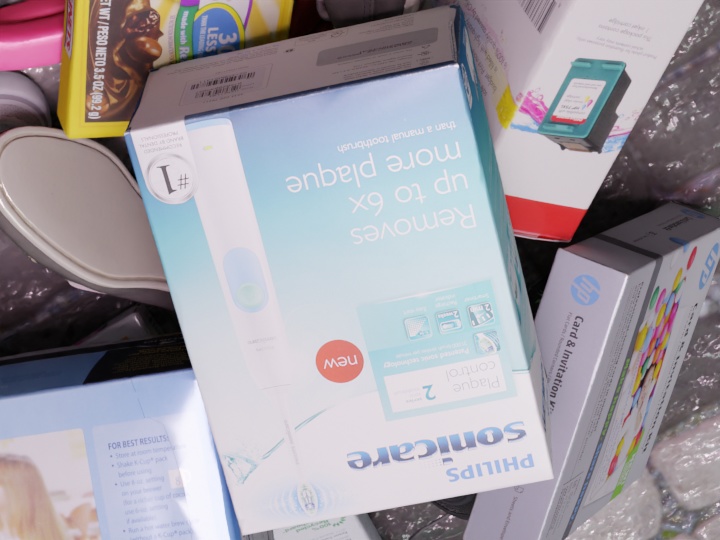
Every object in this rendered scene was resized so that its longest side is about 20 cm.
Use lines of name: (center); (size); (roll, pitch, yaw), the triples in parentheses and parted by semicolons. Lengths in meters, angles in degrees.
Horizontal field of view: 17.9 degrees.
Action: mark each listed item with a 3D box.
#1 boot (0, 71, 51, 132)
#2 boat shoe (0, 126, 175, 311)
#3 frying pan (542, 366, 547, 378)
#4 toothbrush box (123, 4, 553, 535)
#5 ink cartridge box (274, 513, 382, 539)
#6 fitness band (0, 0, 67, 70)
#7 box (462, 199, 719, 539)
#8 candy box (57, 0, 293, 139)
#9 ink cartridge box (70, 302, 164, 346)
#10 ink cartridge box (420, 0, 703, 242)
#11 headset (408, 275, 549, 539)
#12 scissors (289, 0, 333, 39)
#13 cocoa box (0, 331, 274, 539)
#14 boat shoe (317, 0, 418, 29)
boot: (-0.218, -0.003, 1.059); (0.200, 0.096, 0.074); (-38, 131, 12)
boat shoe: (-0.118, -0.015, 1.088); (0.057, 0.067, 0.200); (-7, 160, 38)
frying pan: (0.000, -0.015, 1.059); (0.189, 0.031, 0.115); (8, 122, 4)
toothbrush box: (-0.005, 0.001, 1.005); (0.146, 0.085, 0.200); (-10, 114, 8)
ink cartridge box: (-0.073, 0.201, 1.309); (0.199, 0.041, 0.200); (-19, 132, 6)
fitness band: (-0.130, -0.162, 1.000); (0.200, 0.037, 0.144); (-20, 132, -6)
box: (0.124, 0.053, 1.166); (0.200, 0.041, 0.156); (-21, 130, -67)
candy box: (-0.075, -0.149, 0.993); (0.102, 0.026, 0.200); (-6, 128, -20)
ink cartridge box: (-0.169, 0.109, 1.182); (0.200, 0.037, 0.095); (-33, 98, 5)
ink cartridge box: (0.078, -0.098, 1.079); (0.067, 0.116, 0.200); (9, 125, -27)
headset: (0.080, 0.101, 1.233); (0.200, 0.094, 0.123); (-65, 164, 20)
scissors: (-0.034, -0.111, 1.098); (0.073, 0.014, 0.200); (27, 116, -38)
cocoa box: (-0.150, 0.111, 1.097); (0.199, 0.131, 0.134); (-9, 97, 5)
boat shoe: (0.007, -0.160, 1.019); (0.057, 0.067, 0.200); (14, 122, -2)
